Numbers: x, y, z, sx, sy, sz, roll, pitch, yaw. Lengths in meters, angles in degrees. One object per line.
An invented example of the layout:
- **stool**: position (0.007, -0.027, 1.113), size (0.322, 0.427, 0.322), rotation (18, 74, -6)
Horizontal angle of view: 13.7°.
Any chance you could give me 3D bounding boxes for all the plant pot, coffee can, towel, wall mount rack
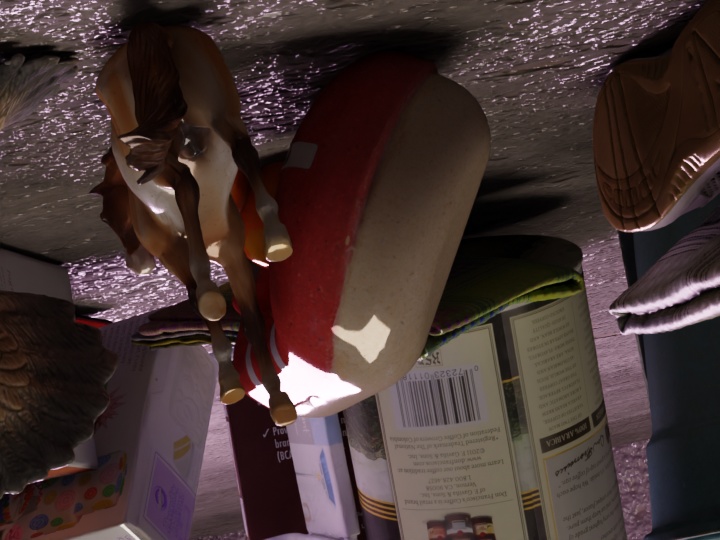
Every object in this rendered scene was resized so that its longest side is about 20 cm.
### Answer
- **plant pot**: position (0.213, 0.018, 1.405), size (0.200, 0.197, 0.200), rotation (-10, 172, -2)
- **coffee can**: position (0.066, 0.096, 1.636), size (0.146, 0.201, 0.146), rotation (-9, -166, 2)
- **towel**: position (-0.003, 0.018, 1.526), size (0.200, 0.023, 0.144), rotation (0, -166, 37)
- **wall mount rack**: position (-0.042, 0.103, 1.640), size (0.074, 0.201, 0.174), rotation (-13, -177, -20)
- **towel**: position (0.195, -0.048, 1.216), size (0.192, 0.035, 0.200), rotation (-39, -177, -13)

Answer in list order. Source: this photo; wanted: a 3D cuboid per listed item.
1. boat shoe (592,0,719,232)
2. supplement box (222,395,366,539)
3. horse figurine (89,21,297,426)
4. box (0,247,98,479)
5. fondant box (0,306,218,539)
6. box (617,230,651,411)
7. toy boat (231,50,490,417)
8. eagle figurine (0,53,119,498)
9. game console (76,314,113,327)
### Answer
- **boat shoe**: position (0.151, -0.062, 1.208), size (0.069, 0.071, 0.200), rotation (-7, 170, -18)
- **supplement box**: position (0.023, 0.112, 1.798), size (0.197, 0.201, 0.133), rotation (-10, 178, -1)
- **horse figurine**: position (-0.061, -0.029, 1.044), size (0.050, 0.133, 0.200), rotation (-20, 154, -8)
- **box**: position (-0.231, 0.055, 1.436), size (0.152, 0.107, 0.200), rotation (-12, 172, 12)
- **fondant box**: position (-0.180, 0.114, 1.582), size (0.200, 0.145, 0.058), rotation (-18, 133, 27)
- **box**: position (0.252, 0.032, 1.555), size (0.196, 0.201, 0.124), rotation (-12, 174, 18)
- **toy boat**: position (-0.032, -0.023, 1.173), size (0.130, 0.131, 0.200), rotation (21, 167, -8)
- **eagle figurine**: position (-0.193, 0.001, 1.051), size (0.199, 0.151, 0.152), rotation (0, 163, 4)
- **game console**: position (-0.258, 0.050, 1.686), size (0.200, 0.031, 0.177), rotation (-12, 176, 18)
